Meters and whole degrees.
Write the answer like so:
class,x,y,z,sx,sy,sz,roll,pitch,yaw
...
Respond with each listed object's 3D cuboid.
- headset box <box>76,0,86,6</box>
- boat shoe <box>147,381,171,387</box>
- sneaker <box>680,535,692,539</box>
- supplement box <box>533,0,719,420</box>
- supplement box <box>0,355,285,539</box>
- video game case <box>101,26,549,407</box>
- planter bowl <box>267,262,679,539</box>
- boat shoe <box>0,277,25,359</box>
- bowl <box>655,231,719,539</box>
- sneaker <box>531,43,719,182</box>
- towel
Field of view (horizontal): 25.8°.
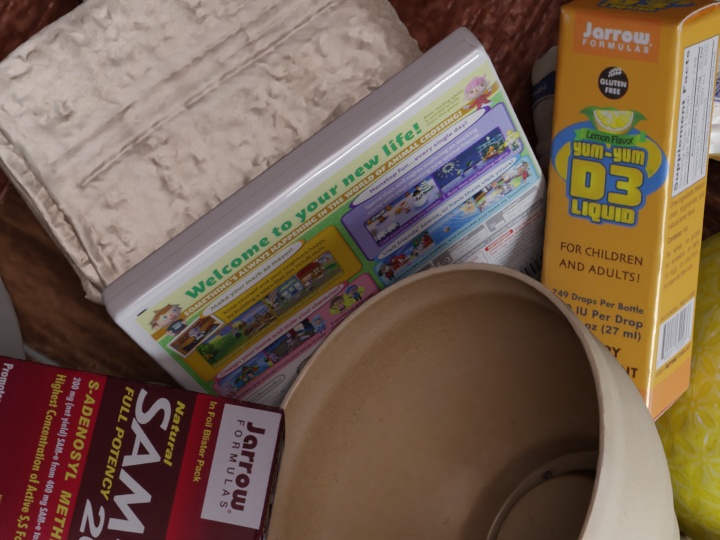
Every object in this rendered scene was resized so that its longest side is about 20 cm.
class,x,y,z,sx,sy,sz,roll,pitch,yaw
headset box,-0.057,-0.082,0.794,0.147,0.077,0.202,-13,90,-10
boat shoe,-0.170,0.116,0.749,0.199,0.065,0.072,-31,65,3
sneaker,0.086,0.182,0.804,0.199,0.075,0.083,-28,93,-9
supplement box,0.129,-0.031,0.765,0.066,0.069,0.202,11,108,29
supplement box,-0.139,0.101,0.692,0.198,0.061,0.110,10,68,0
video game case,0.000,0.000,0.748,0.199,0.182,0.022,-36,54,0
planter bowl,0.063,0.116,0.720,0.134,0.199,0.202,33,81,-41
boat shoe,-0.228,-0.002,0.773,0.063,0.071,0.202,-19,100,22
bowl,0.247,0.067,0.822,0.198,0.108,0.202,0,88,-9
sneaker,0.187,-0.099,0.836,0.198,0.075,0.089,-12,89,-10
towel,-0.073,-0.083,0.737,0.199,0.034,0.133,-36,94,-10
